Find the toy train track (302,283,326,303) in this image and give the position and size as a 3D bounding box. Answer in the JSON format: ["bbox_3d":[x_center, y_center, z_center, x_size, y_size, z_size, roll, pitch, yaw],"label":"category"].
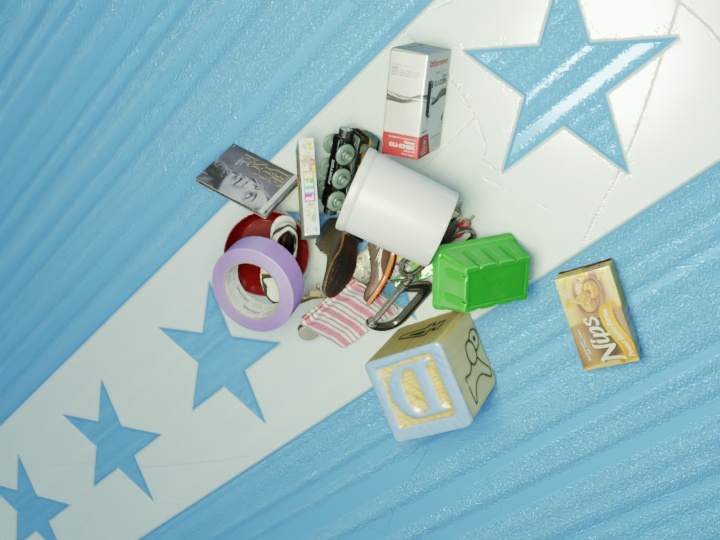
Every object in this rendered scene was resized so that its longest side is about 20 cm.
[{"bbox_3d":[-0.133,0.056,1.788,0.200,0.112,0.033,155,110,-69],"label":"toy train track"}]

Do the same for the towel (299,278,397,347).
[{"bbox_3d":[-0.029,0.105,1.765,0.145,0.030,0.199,32,127,-31],"label":"towel"}]

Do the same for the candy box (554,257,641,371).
[{"bbox_3d":[0.475,0.090,1.535,0.114,0.055,0.204,-16,100,30],"label":"candy box"}]

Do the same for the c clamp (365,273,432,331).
[{"bbox_3d":[0.075,0.072,1.677,0.027,0.168,0.201,58,134,27],"label":"c clamp"}]

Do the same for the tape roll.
[{"bbox_3d":[-0.225,0.031,1.682,0.196,0.066,0.204,10,119,17],"label":"tape roll"}]

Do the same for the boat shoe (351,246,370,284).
[{"bbox_3d":[0.000,0.000,1.738,0.199,0.069,0.071,-38,85,30],"label":"boat shoe"}]

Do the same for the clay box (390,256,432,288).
[{"bbox_3d":[0.087,-0.066,1.664,0.113,0.048,0.203,-23,96,9],"label":"clay box"}]

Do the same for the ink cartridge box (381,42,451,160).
[{"bbox_3d":[0.111,-0.337,1.520,0.082,0.144,0.204,13,114,21],"label":"ink cartridge box"}]

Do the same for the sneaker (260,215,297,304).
[{"bbox_3d":[-0.181,-0.016,1.712,0.072,0.080,0.204,3,110,-15],"label":"sneaker"}]

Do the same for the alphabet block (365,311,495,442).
[{"bbox_3d":[0.156,0.224,1.662,0.193,0.200,0.199,-18,99,30],"label":"alphabet block"}]

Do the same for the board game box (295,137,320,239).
[{"bbox_3d":[-0.116,-0.174,1.673,0.033,0.134,0.205,-4,88,-8],"label":"board game box"}]

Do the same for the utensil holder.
[{"bbox_3d":[0.072,-0.120,1.504,0.197,0.171,0.172,25,118,-1],"label":"utensil holder"}]

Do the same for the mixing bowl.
[{"bbox_3d":[-0.223,-0.054,1.789,0.195,0.109,0.205,-4,109,-12],"label":"mixing bowl"}]

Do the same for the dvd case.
[{"bbox_3d":[-0.255,-0.207,1.755,0.197,0.149,0.016,28,142,15],"label":"dvd case"}]

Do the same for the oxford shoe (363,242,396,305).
[{"bbox_3d":[0.042,-0.026,1.620,0.071,0.071,0.203,24,92,5],"label":"oxford shoe"}]

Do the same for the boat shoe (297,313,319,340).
[{"bbox_3d":[-0.075,0.097,1.818,0.198,0.058,0.067,-32,131,28],"label":"boat shoe"}]

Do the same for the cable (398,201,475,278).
[{"bbox_3d":[0.166,-0.055,1.628,0.096,0.051,0.201,35,110,-17],"label":"cable"}]

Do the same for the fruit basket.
[{"bbox_3d":[0.226,0.007,1.582,0.211,0.215,0.159,9,112,24],"label":"fruit basket"}]

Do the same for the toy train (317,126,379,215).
[{"bbox_3d":[-0.027,-0.213,1.654,0.085,0.112,0.204,44,131,45],"label":"toy train"}]

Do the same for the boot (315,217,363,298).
[{"bbox_3d":[-0.060,-0.034,1.711,0.096,0.203,0.075,4,154,43],"label":"boot"}]
